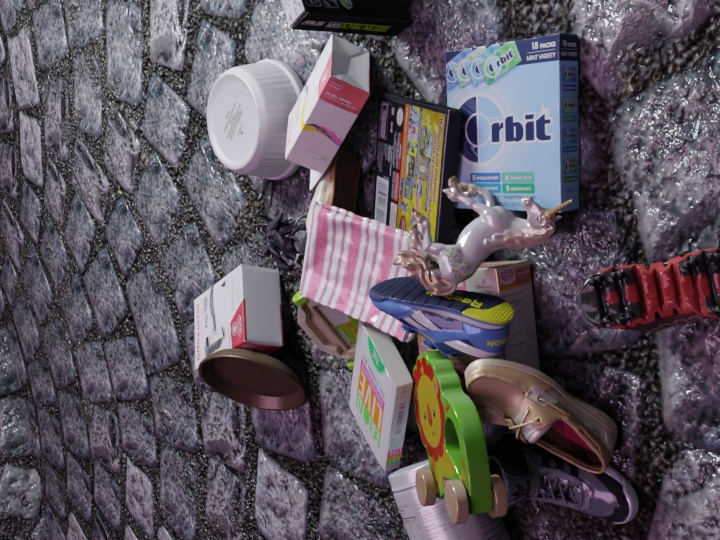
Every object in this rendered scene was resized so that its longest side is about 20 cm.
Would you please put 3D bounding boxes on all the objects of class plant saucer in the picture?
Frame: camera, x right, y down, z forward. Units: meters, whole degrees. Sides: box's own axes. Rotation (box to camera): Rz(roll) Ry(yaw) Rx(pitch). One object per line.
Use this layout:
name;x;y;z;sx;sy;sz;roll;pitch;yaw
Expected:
plant saucer;-0.191;0.193;1.372;0.200;0.199;0.030;-28;38;47

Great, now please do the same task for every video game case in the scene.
video game case;0.073;-0.132;1.056;0.181;0.025;0.202;34;126;56

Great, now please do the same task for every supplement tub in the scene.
supplement tub;0.132;0.356;1.060;0.132;0.131;0.201;-33;73;47

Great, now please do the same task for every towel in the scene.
towel;0.000;0.000;1.060;0.199;0.030;0.147;22;114;28

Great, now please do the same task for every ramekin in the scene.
ramekin;-0.178;-0.251;1.294;0.202;0.094;0.204;14;110;45

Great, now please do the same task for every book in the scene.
book;0.032;0.181;1.123;0.134;0.048;0.201;-118;24;-43

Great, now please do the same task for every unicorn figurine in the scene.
unicorn figurine;0.143;-0.048;0.921;0.137;0.074;0.200;46;108;20

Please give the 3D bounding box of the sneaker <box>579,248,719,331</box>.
sneaker;0.336;0.022;0.802;0.199;0.098;0.071;-10;79;26

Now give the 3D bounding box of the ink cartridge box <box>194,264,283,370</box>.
ink cartridge box;-0.228;0.094;1.411;0.200;0.082;0.148;-31;57;47

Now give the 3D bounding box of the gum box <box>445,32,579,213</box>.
gum box;0.184;-0.175;0.943;0.169;0.044;0.202;7;105;47

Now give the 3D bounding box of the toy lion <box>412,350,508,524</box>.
toy lion;0.107;0.194;0.942;0.200;0.068;0.193;146;118;-77

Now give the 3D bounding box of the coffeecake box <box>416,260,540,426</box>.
coffeecake box;0.152;0.091;1.019;0.153;0.073;0.202;-1;97;49

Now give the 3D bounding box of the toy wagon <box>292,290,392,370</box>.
toy wagon;-0.006;0.075;1.167;0.199;0.040;0.155;-20;117;40

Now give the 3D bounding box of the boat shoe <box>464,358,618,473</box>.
boat shoe;0.211;0.172;0.900;0.199;0.069;0.074;26;134;-1

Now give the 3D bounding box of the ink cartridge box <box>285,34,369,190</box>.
ink cartridge box;-0.059;-0.231;1.148;0.200;0.067;0.117;-55;24;40

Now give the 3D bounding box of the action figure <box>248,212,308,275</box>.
action figure;-0.082;-0.034;1.230;0.200;0.102;0.119;40;138;9

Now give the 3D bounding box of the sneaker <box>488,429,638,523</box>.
sneaker;0.229;0.266;0.942;0.199;0.113;0.076;20;113;44

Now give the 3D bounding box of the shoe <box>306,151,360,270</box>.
shoe;-0.044;-0.082;1.172;0.053;0.070;0.202;-10;63;50

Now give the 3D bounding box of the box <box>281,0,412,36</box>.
box;-0.039;-0.415;1.027;0.047;0.192;0.201;-28;77;50

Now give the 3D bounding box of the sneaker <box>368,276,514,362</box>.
sneaker;0.093;0.063;0.956;0.199;0.074;0.083;18;124;35
